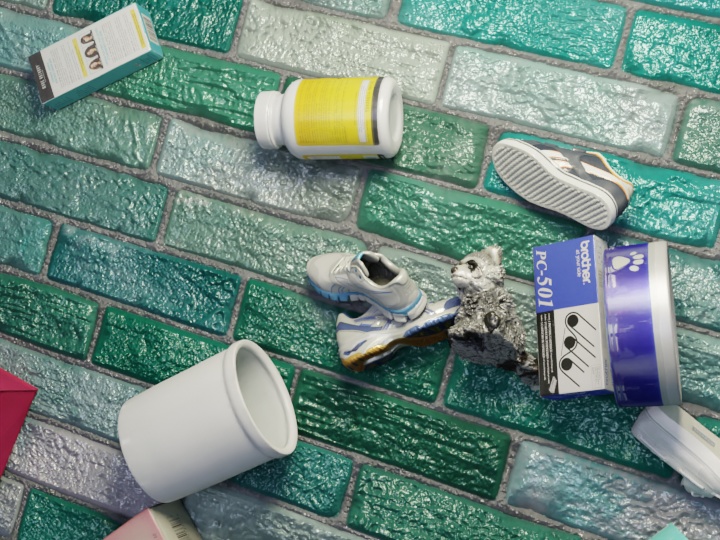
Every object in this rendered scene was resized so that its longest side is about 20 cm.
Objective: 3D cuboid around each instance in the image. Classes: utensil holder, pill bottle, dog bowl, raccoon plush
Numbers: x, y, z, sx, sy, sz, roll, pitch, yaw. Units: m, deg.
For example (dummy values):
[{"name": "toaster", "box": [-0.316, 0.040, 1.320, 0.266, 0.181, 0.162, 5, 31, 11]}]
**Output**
[{"name": "utensil holder", "box": [-0.213, 0.215, 1.518, 0.198, 0.170, 0.172, -26, 80, 14]}, {"name": "pill bottle", "box": [-0.045, -0.214, 1.529, 0.197, 0.112, 0.114, 1, 86, 15]}, {"name": "dog bowl", "box": [0.351, 0.068, 1.352, 0.078, 0.200, 0.203, -5, 85, 17]}, {"name": "raccoon plush", "box": [0.186, 0.062, 1.456, 0.096, 0.200, 0.135, -12, 49, 35]}]

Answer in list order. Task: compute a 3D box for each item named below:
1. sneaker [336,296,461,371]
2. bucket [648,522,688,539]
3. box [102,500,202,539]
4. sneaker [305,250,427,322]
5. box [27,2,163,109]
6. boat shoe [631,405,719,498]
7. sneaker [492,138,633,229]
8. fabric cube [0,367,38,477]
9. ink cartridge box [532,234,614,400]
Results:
[{"name": "sneaker", "box": [0.056, 0.064, 1.502, 0.197, 0.075, 0.089, -20, 63, 5]}, {"name": "bucket", "box": [0.389, 0.420, 1.320, 0.134, 0.207, 0.208, -40, 77, 3]}, {"name": "box", "box": [-0.327, 0.439, 1.563, 0.199, 0.109, 0.129, -36, 78, 10]}, {"name": "sneaker", "box": [0.000, 0.000, 1.489, 0.198, 0.087, 0.075, 15, 57, 36]}, {"name": "box", "box": [-0.408, -0.328, 1.672, 0.198, 0.049, 0.083, -22, 80, 13]}, {"name": "boat shoe", "box": [0.434, 0.251, 1.388, 0.199, 0.072, 0.069, 39, 118, 8]}, {"name": "sneaker", "box": [0.272, -0.126, 1.456, 0.199, 0.079, 0.079, 34, 52, 28]}, {"name": "fabric cube", "box": [-0.643, 0.228, 1.620, 0.194, 0.200, 0.202, 25, 92, 17]}, {"name": "ink cartridge box", "box": [0.279, 0.062, 1.421, 0.093, 0.044, 0.203, -13, 70, 36]}]
